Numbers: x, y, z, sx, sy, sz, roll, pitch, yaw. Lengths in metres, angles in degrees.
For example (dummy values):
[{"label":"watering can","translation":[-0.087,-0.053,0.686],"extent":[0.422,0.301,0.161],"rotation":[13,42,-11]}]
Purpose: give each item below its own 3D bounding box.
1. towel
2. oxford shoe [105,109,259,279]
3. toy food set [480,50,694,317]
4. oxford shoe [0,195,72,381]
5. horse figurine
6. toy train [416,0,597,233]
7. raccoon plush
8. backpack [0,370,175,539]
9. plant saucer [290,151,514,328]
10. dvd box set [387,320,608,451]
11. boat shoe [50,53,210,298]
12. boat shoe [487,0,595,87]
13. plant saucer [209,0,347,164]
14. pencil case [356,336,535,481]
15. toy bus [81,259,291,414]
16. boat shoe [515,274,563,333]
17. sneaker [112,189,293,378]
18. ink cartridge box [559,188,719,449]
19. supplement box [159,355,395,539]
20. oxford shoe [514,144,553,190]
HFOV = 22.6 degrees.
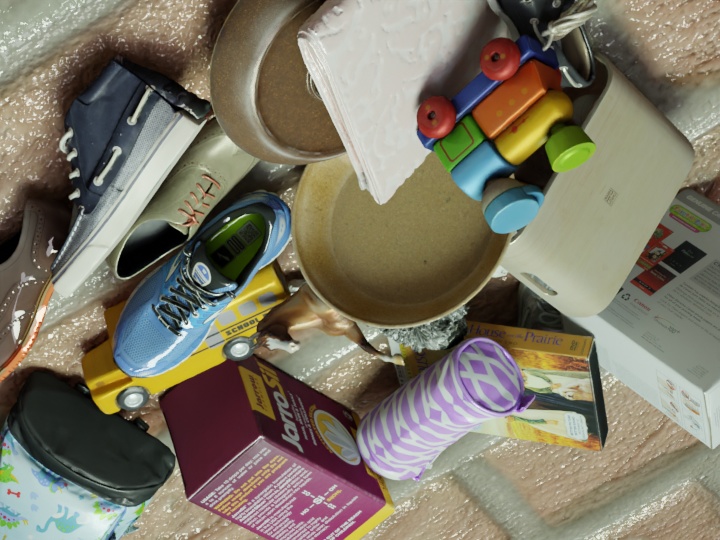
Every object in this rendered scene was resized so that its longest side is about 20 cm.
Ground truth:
[{"label":"towel","translation":[0.042,-0.182,1.429],"extent":[0.200,0.032,0.191],"rotation":[-49,142,-23]},{"label":"oxford shoe","translation":[-0.137,-0.064,1.508],"extent":[0.200,0.075,0.070],"rotation":[-41,130,18]},{"label":"toy food set","translation":[0.198,-0.071,1.570],"extent":[0.143,0.060,0.200],"rotation":[36,84,-42]},{"label":"oxford shoe","translation":[-0.299,0.018,1.542],"extent":[0.072,0.071,0.200],"rotation":[27,113,-18]},{"label":"horse figurine","translation":[0.000,0.000,1.574],"extent":[0.132,0.200,0.050],"rotation":[11,154,24]},{"label":"toy train","translation":[0.147,-0.129,1.407],"extent":[0.200,0.116,0.085],"rotation":[-41,152,22]},{"label":"raccoon plush","translation":[0.039,-0.005,1.627],"extent":[0.200,0.097,0.134],"rotation":[0,124,-20]},{"label":"backpack","translation":[-0.291,0.219,1.678],"extent":[0.163,0.154,0.200],"rotation":[34,136,-8]},{"label":"plant saucer","translation":[0.040,-0.045,1.523],"extent":[0.200,0.200,0.035],"rotation":[-32,157,10]},{"label":"dvd box set","translation":[0.132,0.107,1.730],"extent":[0.200,0.029,0.146],"rotation":[8,140,20]},{"label":"boat shoe","translation":[-0.211,-0.080,1.448],"extent":[0.093,0.075,0.200],"rotation":[37,100,-4]},{"label":"boat shoe","translation":[0.145,-0.216,1.459],"extent":[0.060,0.074,0.200],"rotation":[5,144,24]},{"label":"plant saucer","translation":[-0.025,-0.165,1.451],"extent":[0.200,0.034,0.201],"rotation":[-18,131,-22]},{"label":"pencil case","translation":[0.073,0.135,1.694],"extent":[0.084,0.086,0.200],"rotation":[-43,-179,-38]},{"label":"toy bus","translation":[-0.158,0.051,1.617],"extent":[0.200,0.065,0.078],"rotation":[-25,136,3]},{"label":"boat shoe","translation":[0.185,0.061,1.756],"extent":[0.074,0.065,0.202],"rotation":[2,131,-23]},{"label":"sneaker","translation":[-0.141,0.009,1.527],"extent":[0.200,0.079,0.089],"rotation":[-49,177,2]},{"label":"ink cartridge box","translation":[0.311,0.038,1.656],"extent":[0.175,0.200,0.084],"rotation":[-35,137,-17]},{"label":"supplement box","translation":[-0.079,0.177,1.722],"extent":[0.103,0.131,0.200],"rotation":[-41,134,18]},{"label":"oxford shoe","translation":[0.155,-0.102,1.604],"extent":[0.200,0.071,0.073],"rotation":[17,98,-31]}]
